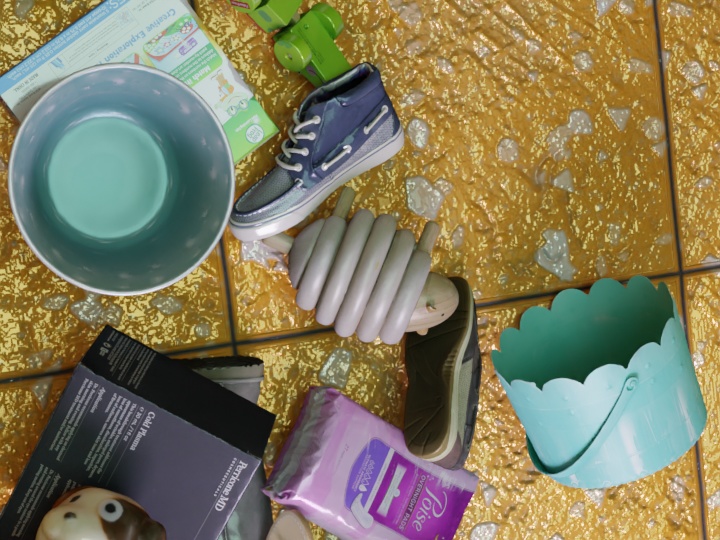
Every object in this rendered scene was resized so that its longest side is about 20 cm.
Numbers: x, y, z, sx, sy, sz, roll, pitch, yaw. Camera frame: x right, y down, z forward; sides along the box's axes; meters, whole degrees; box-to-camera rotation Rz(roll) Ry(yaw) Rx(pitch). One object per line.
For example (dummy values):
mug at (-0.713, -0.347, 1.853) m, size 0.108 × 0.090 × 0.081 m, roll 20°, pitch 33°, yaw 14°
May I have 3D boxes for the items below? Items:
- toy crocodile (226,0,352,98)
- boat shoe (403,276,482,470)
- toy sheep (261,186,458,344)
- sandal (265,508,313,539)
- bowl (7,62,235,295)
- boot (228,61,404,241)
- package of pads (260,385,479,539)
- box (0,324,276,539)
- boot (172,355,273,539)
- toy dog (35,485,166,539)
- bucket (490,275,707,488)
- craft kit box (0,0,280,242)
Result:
toy crocodile at (-0.079, -0.249, 1.547) m, size 0.200 × 0.062 × 0.068 m, roll 49°, pitch 60°, yaw -20°
boat shoe at (0.086, 0.104, 1.598) m, size 0.066 × 0.071 × 0.202 m, roll 44°, pitch 43°, yaw -43°
toy sheep at (0.000, 0.000, 1.554) m, size 0.199 × 0.138 × 0.139 m, roll 20°, pitch 87°, yaw 3°
sandal at (-0.103, 0.325, 1.523) m, size 0.069 × 0.078 × 0.213 m, roll -8°, pitch 127°, yaw -40°
bowl at (-0.220, -0.081, 1.442) m, size 0.200 × 0.105 × 0.202 m, roll -1°, pitch 94°, yaw -18°
boot at (-0.054, -0.116, 1.539) m, size 0.200 × 0.073 × 0.091 m, roll -36°, pitch 129°, yaw -15°
package of pads at (0.010, 0.210, 1.577) m, size 0.200 × 0.076 × 0.121 m, roll 34°, pitch 75°, yaw -27°
box at (-0.203, 0.187, 1.455) m, size 0.181 × 0.104 × 0.201 m, roll 29°, pitch 108°, yaw -4°
boot at (-0.166, 0.187, 1.546) m, size 0.181 × 0.073 × 0.201 m, roll 0°, pitch 100°, yaw -16°
toy dog at (-0.238, 0.283, 1.354) m, size 0.193 × 0.139 × 0.201 m, roll 16°, pitch 95°, yaw -48°
bucket at (0.240, 0.112, 1.603) m, size 0.206 × 0.207 × 0.135 m, roll -29°, pitch 110°, yaw -14°
craft kit box at (-0.211, -0.153, 1.517) m, size 0.200 × 0.048 × 0.198 m, roll -38°, pitch 101°, yaw -12°
